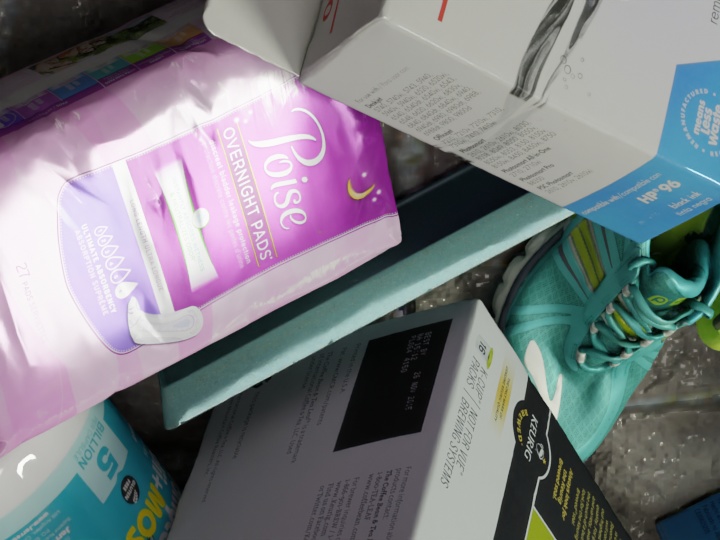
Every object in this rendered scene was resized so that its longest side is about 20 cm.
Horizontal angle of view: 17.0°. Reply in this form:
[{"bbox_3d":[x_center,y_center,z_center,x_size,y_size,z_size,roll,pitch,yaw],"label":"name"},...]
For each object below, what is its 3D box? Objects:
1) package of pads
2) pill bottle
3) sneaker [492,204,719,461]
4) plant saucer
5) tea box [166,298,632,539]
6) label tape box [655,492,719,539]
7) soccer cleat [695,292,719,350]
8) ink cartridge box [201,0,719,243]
[{"bbox_3d":[-0.086,-0.026,0.929,0.200,0.076,0.121,-27,121,-23],"label":"package of pads"},{"bbox_3d":[-0.119,0.128,1.031,0.111,0.111,0.200,-31,120,6],"label":"pill bottle"},{"bbox_3d":[0.114,0.004,1.029,0.077,0.080,0.200,16,114,-19],"label":"sneaker"},{"bbox_3d":[0.000,0.000,1.009,0.200,0.070,0.019,-27,115,4],"label":"plant saucer"},{"bbox_3d":[0.020,0.157,1.004,0.133,0.200,0.197,-17,123,28],"label":"tea box"},{"bbox_3d":[0.215,0.216,1.127,0.066,0.143,0.200,-26,120,4],"label":"label tape box"},{"bbox_3d":[0.219,-0.039,1.038,0.084,0.065,0.200,22,112,-29],"label":"soccer cleat"},{"bbox_3d":[0.052,-0.106,0.900,0.200,0.116,0.068,24,154,-22],"label":"ink cartridge box"}]
